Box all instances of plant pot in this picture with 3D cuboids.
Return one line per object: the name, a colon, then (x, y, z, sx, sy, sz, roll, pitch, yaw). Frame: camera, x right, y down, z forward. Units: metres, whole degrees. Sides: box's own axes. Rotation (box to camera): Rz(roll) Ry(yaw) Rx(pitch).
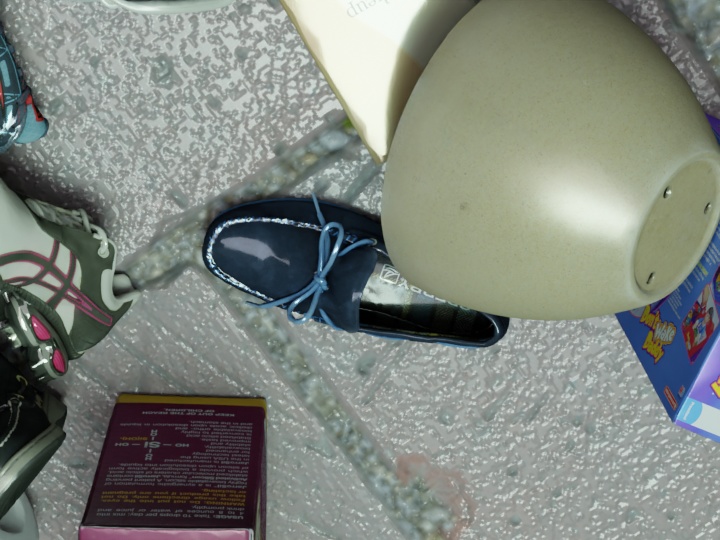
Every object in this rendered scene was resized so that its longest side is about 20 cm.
plant pot: (0.128, -0.052, 1.078, 0.134, 0.200, 0.201, 29, 111, 33)

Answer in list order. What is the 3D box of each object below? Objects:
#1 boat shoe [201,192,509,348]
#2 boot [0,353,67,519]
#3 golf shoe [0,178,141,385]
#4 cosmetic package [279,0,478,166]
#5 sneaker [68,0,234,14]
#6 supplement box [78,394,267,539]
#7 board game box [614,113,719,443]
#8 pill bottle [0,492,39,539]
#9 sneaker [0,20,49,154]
boat shoe: (0.000, 0.000, 1.183, 0.199, 0.069, 0.084, 8, 108, -3)
boot: (-0.255, 0.073, 1.141, 0.154, 0.204, 0.074, 41, 91, -8)
golf shoe: (-0.200, -0.019, 1.147, 0.088, 0.077, 0.200, -33, 145, -10)
cosmetic package: (0.003, -0.175, 1.123, 0.105, 0.071, 0.200, -30, 106, 9)
sneaker: (-0.137, -0.182, 1.082, 0.199, 0.071, 0.073, -1, 120, 32)
supplement box: (-0.111, 0.173, 1.172, 0.103, 0.200, 0.131, 2, 108, -1)
board game box: (0.210, 0.000, 1.116, 0.045, 0.200, 0.135, 22, 107, -12)
pill bottle: (-0.314, 0.198, 1.226, 0.200, 0.111, 0.111, -38, 105, 11)
sneaker: (-0.232, -0.114, 1.150, 0.095, 0.079, 0.200, 13, 117, -15)
